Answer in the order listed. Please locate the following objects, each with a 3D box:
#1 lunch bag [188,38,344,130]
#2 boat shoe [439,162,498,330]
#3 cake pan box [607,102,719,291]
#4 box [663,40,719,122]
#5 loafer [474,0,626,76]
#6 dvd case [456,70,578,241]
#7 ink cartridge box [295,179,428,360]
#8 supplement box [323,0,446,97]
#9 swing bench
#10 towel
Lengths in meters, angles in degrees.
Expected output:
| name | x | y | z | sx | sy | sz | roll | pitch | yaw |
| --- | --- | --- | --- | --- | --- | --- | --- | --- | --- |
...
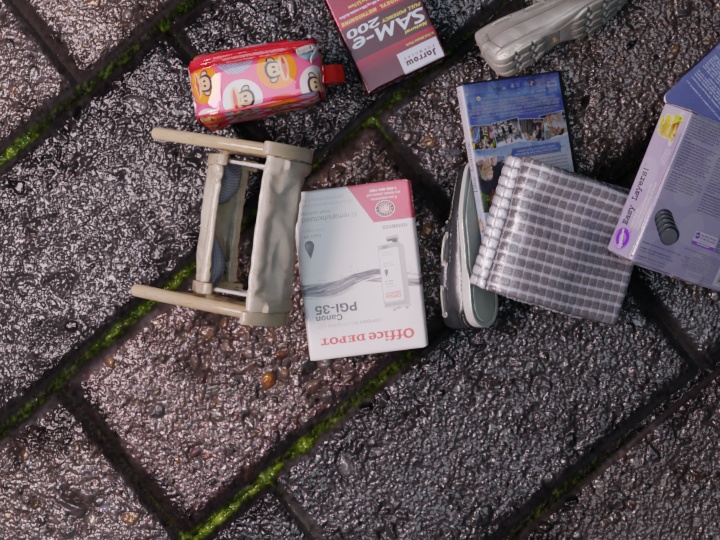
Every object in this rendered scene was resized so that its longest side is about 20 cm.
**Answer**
| name | x | y | z | sx | sy | sz | roll | pitch | yaw |
| --- | --- | --- | --- | --- | --- | --- | --- | --- | --- |
| lunch bag | -0.104 | -0.215 | 1.676 | 0.174 | 0.200 | 0.083 | -10 | 93 | -3 |
| boat shoe | 0.123 | -0.030 | 1.747 | 0.060 | 0.075 | 0.202 | -8 | 75 | 42 |
| cake pan box | 0.401 | -0.079 | 1.701 | 0.199 | 0.052 | 0.186 | 14 | 102 | -34 |
| box | 0.471 | -0.230 | 1.758 | 0.200 | 0.032 | 0.121 | -42 | 91 | 0 |
| loafer | 0.230 | -0.305 | 1.738 | 0.199 | 0.070 | 0.070 | -27 | 63 | -11 |
| dvd case | 0.194 | -0.131 | 1.742 | 0.141 | 0.018 | 0.202 | -10 | 92 | -25 |
| ink cartridge box | 0.000 | 0.000 | 1.740 | 0.145 | 0.083 | 0.202 | -7 | 91 | 0 |
| supplement box | 0.014 | -0.322 | 1.742 | 0.108 | 0.061 | 0.202 | -25 | 92 | 0 |
| swing bench | -0.142 | -0.049 | 1.671 | 0.199 | 0.129 | 0.201 | 11 | 93 | 38 |
| towel | 0.242 | -0.033 | 1.704 | 0.198 | 0.085 | 0.167 | 14 | 92 | -27 |
